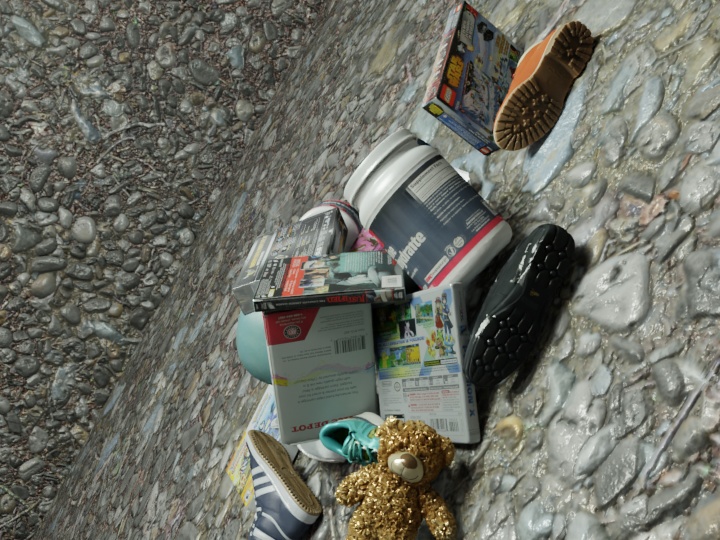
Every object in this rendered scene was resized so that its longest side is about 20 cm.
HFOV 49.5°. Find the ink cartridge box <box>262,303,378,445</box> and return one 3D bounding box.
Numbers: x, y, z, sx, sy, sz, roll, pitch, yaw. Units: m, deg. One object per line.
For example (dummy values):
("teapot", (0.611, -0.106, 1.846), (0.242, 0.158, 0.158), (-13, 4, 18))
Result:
("ink cartridge box", (-0.056, 0.124, 1.082), (0.083, 0.142, 0.204), (-119, 22, -64))

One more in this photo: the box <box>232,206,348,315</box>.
("box", (-0.105, -0.018, 1.228), (0.155, 0.049, 0.201), (-20, 23, 12))

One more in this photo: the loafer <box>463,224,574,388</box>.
("loafer", (0.178, 0.041, 0.896), (0.203, 0.067, 0.070), (-60, 7, -3))

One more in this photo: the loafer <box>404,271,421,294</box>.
("loafer", (0.048, 0.048, 1.170), (0.202, 0.067, 0.071), (-57, -1, 28))

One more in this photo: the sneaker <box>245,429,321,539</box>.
("sneaker", (-0.143, 0.343, 1.201), (0.200, 0.069, 0.110), (43, 107, 44))

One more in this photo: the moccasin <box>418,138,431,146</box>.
("moccasin", (0.081, -0.148, 1.341), (0.080, 0.067, 0.203), (-41, 31, 40))

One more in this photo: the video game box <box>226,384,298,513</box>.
("video game box", (-0.159, 0.301, 1.379), (0.203, 0.046, 0.182), (-63, 19, -5))

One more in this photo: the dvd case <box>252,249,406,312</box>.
("dvd case", (-0.038, 0.011, 1.048), (0.147, 0.195, 0.023), (-89, -8, -68))

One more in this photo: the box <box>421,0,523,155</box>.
("box", (0.177, -0.300, 1.216), (0.040, 0.136, 0.203), (-22, 43, 53))

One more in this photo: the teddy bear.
("teddy bear", (0.035, 0.270, 0.878), (0.145, 0.066, 0.202), (43, 108, 29))

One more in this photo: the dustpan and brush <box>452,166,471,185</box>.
("dustpan and brush", (0.095, -0.068, 1.232), (0.139, 0.057, 0.203), (28, 91, 45))

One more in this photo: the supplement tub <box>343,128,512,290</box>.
("supplement tub", (0.087, -0.069, 1.019), (0.140, 0.200, 0.141), (-43, -9, -8))

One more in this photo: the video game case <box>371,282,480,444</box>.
("video game case", (0.076, 0.122, 0.987), (0.199, 0.022, 0.187), (-19, 75, 60))

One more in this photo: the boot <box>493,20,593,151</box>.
("boot", (0.243, -0.255, 1.114), (0.202, 0.075, 0.107), (-55, 18, -5))

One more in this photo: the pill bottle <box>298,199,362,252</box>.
("pill bottle", (-0.051, -0.067, 1.426), (0.121, 0.118, 0.200), (-56, 2, 11))

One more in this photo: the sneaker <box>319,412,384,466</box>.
("sneaker", (0.018, 0.229, 0.987), (0.198, 0.078, 0.080), (0, 86, 56))

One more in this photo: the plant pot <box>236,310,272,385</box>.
("plant pot", (-0.087, 0.108, 1.284), (0.133, 0.199, 0.203), (18, 79, 46))

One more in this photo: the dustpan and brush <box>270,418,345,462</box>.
("dustpan and brush", (-0.076, 0.236, 1.225), (0.199, 0.057, 0.142), (-30, 37, 52))

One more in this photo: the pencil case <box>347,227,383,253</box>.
("pencil case", (0.000, 0.000, 1.251), (0.081, 0.088, 0.201), (9, 38, 25))
